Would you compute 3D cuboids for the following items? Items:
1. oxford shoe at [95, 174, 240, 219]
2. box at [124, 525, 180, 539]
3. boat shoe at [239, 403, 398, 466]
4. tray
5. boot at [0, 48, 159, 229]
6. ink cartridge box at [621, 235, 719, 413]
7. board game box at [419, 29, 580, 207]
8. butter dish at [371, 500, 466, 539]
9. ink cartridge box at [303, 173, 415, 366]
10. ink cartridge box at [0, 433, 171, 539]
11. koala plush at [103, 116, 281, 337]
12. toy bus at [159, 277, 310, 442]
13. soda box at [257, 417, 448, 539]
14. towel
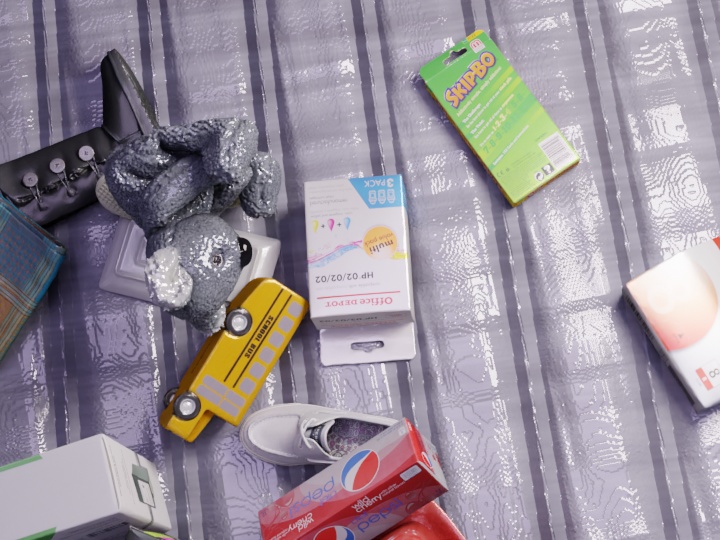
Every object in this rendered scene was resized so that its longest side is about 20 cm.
[{"bbox_3d":[-0.206,-0.101,1.501,0.199,0.076,0.058,-7,35,0],"label":"oxford shoe"},{"bbox_3d":[-0.205,0.384,1.336,0.124,0.149,0.201,20,79,12],"label":"box"},{"bbox_3d":[-0.037,0.183,1.412,0.199,0.069,0.072,10,77,8],"label":"boat shoe"},{"bbox_3d":[-0.200,-0.009,1.501,0.199,0.022,0.108,13,76,9],"label":"tray"},{"bbox_3d":[-0.342,-0.152,1.535,0.199,0.066,0.165,-27,73,3],"label":"boot"},{"bbox_3d":[0.413,0.039,1.416,0.199,0.050,0.163,-31,75,1],"label":"ink cartridge box"},{"bbox_3d":[0.160,-0.180,1.507,0.095,0.030,0.200,-33,78,-4],"label":"board game box"},{"bbox_3d":[0.044,0.354,1.320,0.200,0.148,0.200,-38,75,-4],"label":"butter dish"},{"bbox_3d":[0.000,0.000,1.455,0.114,0.068,0.201,-5,76,4],"label":"ink cartridge box"},{"bbox_3d":[-0.298,0.247,1.355,0.145,0.200,0.084,-18,72,0],"label":"ink cartridge box"},{"bbox_3d":[-0.181,-0.037,1.370,0.183,0.177,0.201,-5,77,8],"label":"koala plush"},{"bbox_3d":[-0.143,0.102,1.436,0.078,0.065,0.201,34,80,-17],"label":"toy bus"},{"bbox_3d":[-0.010,0.243,1.357,0.200,0.063,0.070,-34,37,13],"label":"soda box"},{"bbox_3d":[-0.440,0.018,1.492,0.146,0.022,0.200,36,97,14],"label":"towel"}]
